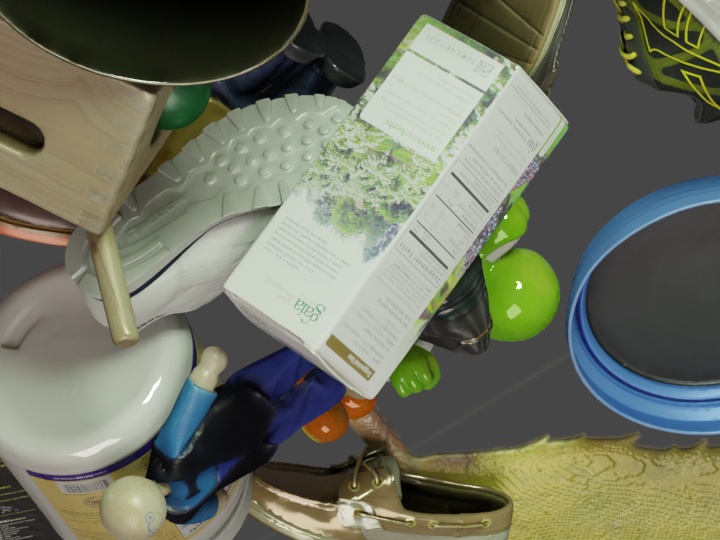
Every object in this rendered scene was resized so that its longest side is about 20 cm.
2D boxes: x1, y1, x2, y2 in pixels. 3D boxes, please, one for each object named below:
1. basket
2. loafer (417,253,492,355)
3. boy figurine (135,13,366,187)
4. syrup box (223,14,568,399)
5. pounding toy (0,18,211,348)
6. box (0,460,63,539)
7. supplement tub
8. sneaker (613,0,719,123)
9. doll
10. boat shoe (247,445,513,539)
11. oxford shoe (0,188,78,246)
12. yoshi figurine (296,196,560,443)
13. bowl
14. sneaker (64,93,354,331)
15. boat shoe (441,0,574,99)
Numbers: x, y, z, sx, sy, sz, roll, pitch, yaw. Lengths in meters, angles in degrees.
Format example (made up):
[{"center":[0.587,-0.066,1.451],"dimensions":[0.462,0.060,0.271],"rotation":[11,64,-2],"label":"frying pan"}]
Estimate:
[{"center":[-0.115,-0.213,1.336],"dimensions":[0.180,0.200,0.136],"rotation":[18,126,-16],"label":"basket"},{"center":[0.000,0.000,1.534],"dimensions":[0.073,0.200,0.072],"rotation":[-41,132,-20],"label":"loafer"},{"center":[-0.089,-0.081,1.532],"dimensions":[0.124,0.064,0.200],"rotation":[31,118,-29],"label":"boy figurine"},{"center":[0.021,-0.036,1.428],"dimensions":[0.200,0.079,0.081],"rotation":[-55,145,-4],"label":"syrup box"},{"center":[-0.166,-0.096,1.402],"dimensions":[0.200,0.184,0.142],"rotation":[27,125,0],"label":"pounding toy"},{"center":[-0.305,0.149,1.709],"dimensions":[0.200,0.049,0.160],"rotation":[-11,126,5],"label":"box"},{"center":[-0.152,0.100,1.596],"dimensions":[0.145,0.146,0.200],"rotation":[-14,147,7],"label":"supplement tub"},{"center":[0.179,-0.151,1.486],"dimensions":[0.200,0.075,0.085],"rotation":[36,119,-28],"label":"sneaker"},{"center":[-0.078,0.095,1.508],"dimensions":[0.200,0.048,0.137],"rotation":[-36,145,-27],"label":"doll"},{"center":[0.011,0.156,1.729],"dimensions":[0.200,0.074,0.067],"rotation":[15,113,-17],"label":"boat shoe"},{"center":[-0.220,-0.070,1.507],"dimensions":[0.200,0.071,0.073],"rotation":[21,106,-2],"label":"oxford shoe"},{"center":[0.050,0.038,1.617],"dimensions":[0.112,0.113,0.200],"rotation":[25,122,-41],"label":"yoshi figurine"},{"center":[0.233,0.022,1.650],"dimensions":[0.200,0.039,0.201],"rotation":[-2,129,-3],"label":"bowl"},{"center":[-0.077,-0.032,1.485],"dimensions":[0.200,0.076,0.081],"rotation":[-28,144,-1],"label":"sneaker"},{"center":[0.081,-0.112,1.520],"dimensions":[0.065,0.073,0.200],"rotation":[-4,127,-52],"label":"boat shoe"}]
